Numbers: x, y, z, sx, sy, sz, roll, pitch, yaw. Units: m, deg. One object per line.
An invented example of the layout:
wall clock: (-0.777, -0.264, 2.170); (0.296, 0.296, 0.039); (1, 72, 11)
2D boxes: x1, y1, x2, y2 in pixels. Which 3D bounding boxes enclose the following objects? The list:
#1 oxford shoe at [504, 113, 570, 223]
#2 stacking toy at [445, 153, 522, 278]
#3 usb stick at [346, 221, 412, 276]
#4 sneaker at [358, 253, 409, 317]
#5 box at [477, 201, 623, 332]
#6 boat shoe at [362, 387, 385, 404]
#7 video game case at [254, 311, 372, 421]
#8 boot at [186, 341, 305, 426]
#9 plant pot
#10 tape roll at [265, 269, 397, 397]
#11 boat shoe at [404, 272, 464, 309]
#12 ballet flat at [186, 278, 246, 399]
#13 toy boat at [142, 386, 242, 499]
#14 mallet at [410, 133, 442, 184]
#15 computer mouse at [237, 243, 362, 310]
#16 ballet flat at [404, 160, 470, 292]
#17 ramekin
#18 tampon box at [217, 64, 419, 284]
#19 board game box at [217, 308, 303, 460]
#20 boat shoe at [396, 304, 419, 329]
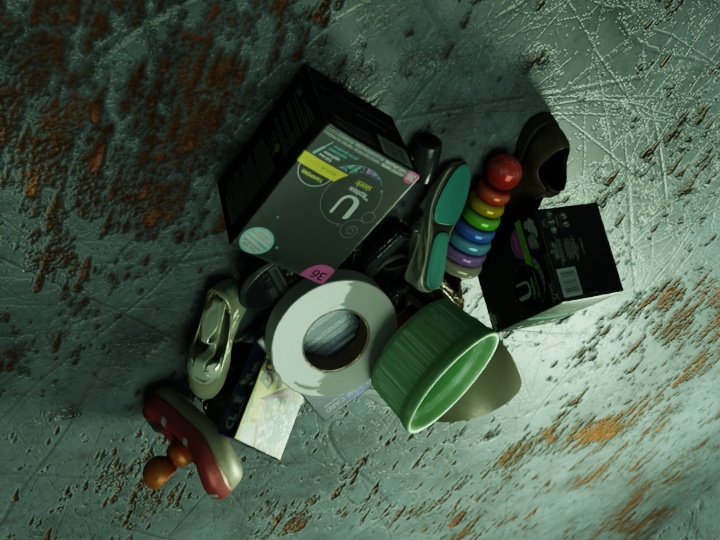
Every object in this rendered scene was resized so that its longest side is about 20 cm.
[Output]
oxford shoe: (0.265, -0.131, 1.315); (0.072, 0.085, 0.201); (-17, 144, -18)
stacking toy: (0.182, -0.089, 1.323); (0.085, 0.086, 0.201); (0, 129, -33)
usb stick: (0.000, 0.000, 1.329); (0.200, 0.033, 0.055); (-43, 176, 20)
sneaker: (0.027, 0.063, 1.386); (0.080, 0.087, 0.200); (17, 124, -46)
box: (0.287, 0.000, 1.373); (0.123, 0.150, 0.200); (-8, 167, -24)
boat shoe: (0.002, 0.166, 1.433); (0.067, 0.074, 0.199); (-36, 144, 30)
video game case: (-0.051, 0.127, 1.333); (0.142, 0.019, 0.201); (-36, 125, -1)
boot: (-0.179, 0.177, 1.407); (0.196, 0.074, 0.164); (-18, 137, -17)
plant pot: (0.172, 0.156, 1.533); (0.198, 0.200, 0.136); (-20, 107, -11)
tape roll: (-0.041, 0.095, 1.284); (0.200, 0.037, 0.205); (-11, 120, -19)
boat shoe: (0.135, 0.033, 1.408); (0.071, 0.070, 0.200); (-57, 162, 8)
ballet flat: (-0.217, 0.106, 1.260); (0.069, 0.069, 0.202); (4, 114, -36)
toy boat: (-0.278, 0.284, 1.344); (0.131, 0.199, 0.131); (-44, 148, -21)
mallet: (0.016, -0.138, 1.186); (0.198, 0.041, 0.066); (-13, 138, -14)
computer mouse: (-0.096, -0.019, 1.244); (0.199, 0.053, 0.139); (-33, 146, -13)
ballet flat: (0.105, -0.069, 1.285); (0.067, 0.062, 0.202); (9, 99, -46)
ramekin: (0.108, 0.139, 1.320); (0.200, 0.098, 0.201); (-39, 156, -21)
tampon box: (-0.057, -0.111, 1.070); (0.149, 0.127, 0.200); (23, 121, -34)
board game box: (-0.136, 0.179, 1.357); (0.135, 0.034, 0.202); (44, 62, -53)
boat shoe: (0.046, 0.132, 1.500); (0.062, 0.072, 0.201); (2, 138, -31)
